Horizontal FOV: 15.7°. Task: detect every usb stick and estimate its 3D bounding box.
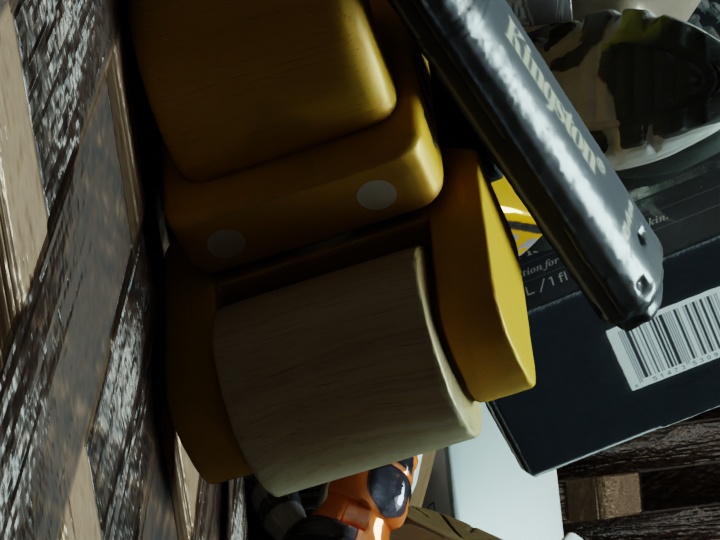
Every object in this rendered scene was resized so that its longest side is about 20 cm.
[{"bbox_3d":[0.054,-0.063,0.947,0.200,0.033,0.056,55,19,-26],"label":"usb stick"}]

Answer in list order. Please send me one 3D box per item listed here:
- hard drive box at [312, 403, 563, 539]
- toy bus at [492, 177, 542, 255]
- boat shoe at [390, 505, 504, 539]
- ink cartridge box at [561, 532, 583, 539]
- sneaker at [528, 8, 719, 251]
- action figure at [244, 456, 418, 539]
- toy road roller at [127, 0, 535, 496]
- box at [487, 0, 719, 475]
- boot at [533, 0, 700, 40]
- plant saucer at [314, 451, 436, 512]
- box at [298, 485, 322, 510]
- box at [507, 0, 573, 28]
[{"bbox_3d":[0.041,0.119,1.522,0.156,0.076,0.201,-34,-124,52],"label":"hard drive box"},{"bbox_3d":[0.002,-0.083,1.100,0.065,0.078,0.201,8,47,-51],"label":"toy bus"},{"bbox_3d":[0.087,0.167,1.145,0.071,0.199,0.065,17,95,-58],"label":"boat shoe"},{"bbox_3d":[0.065,0.236,1.064,0.200,0.125,0.129,-57,171,31],"label":"ink cartridge box"},{"bbox_3d":[0.089,-0.055,1.135,0.085,0.199,0.075,38,54,-42],"label":"sneaker"},{"bbox_3d":[-0.023,0.150,1.074,0.194,0.104,0.200,-82,-164,-55],"label":"action figure"},{"bbox_3d":[-0.022,-0.035,0.938,0.201,0.122,0.146,-96,164,-46],"label":"toy road roller"},{"bbox_3d":[0.140,-0.030,1.383,0.197,0.199,0.124,-104,169,-47],"label":"box"},{"bbox_3d":[0.109,-0.089,1.233,0.200,0.070,0.147,-56,-170,53],"label":"boot"},{"bbox_3d":[0.006,0.117,1.267,0.200,0.029,0.201,16,90,-81],"label":"plant saucer"},{"bbox_3d":[-0.014,0.020,1.407,0.100,0.075,0.201,-73,159,-82],"label":"box"},{"bbox_3d":[0.062,-0.199,1.175,0.200,0.049,0.162,-85,166,-77],"label":"box"}]
